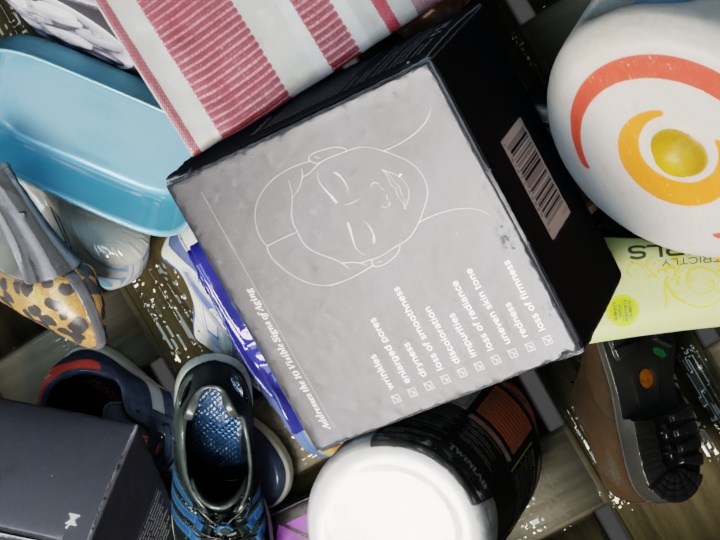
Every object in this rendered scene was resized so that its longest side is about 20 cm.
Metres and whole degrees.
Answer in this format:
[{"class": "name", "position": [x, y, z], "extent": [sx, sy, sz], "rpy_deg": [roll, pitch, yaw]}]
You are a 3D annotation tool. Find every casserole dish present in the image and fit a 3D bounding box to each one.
[{"class": "casserole dish", "position": [-0.184, -0.097, 1.407], "extent": [0.199, 0.039, 0.121], "rpy_deg": [23, 137, -3]}]

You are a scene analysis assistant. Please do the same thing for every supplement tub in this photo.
[{"class": "supplement tub", "position": [0.050, 0.138, 1.353], "extent": [0.122, 0.200, 0.123], "rpy_deg": [5, 105, 17]}]

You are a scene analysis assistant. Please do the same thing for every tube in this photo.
[{"class": "tube", "position": [0.220, 0.009, 1.311], "extent": [0.199, 0.058, 0.052], "rpy_deg": [-2, 121, -1]}]

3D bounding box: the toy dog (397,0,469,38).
[{"class": "toy dog", "position": [-0.010, -0.217, 1.314], "extent": [0.199, 0.194, 0.141], "rpy_deg": [9, 92, 24]}]

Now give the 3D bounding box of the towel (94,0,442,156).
[{"class": "towel", "position": [-0.055, -0.181, 1.234], "extent": [0.199, 0.023, 0.145], "rpy_deg": [-32, 92, 4]}]

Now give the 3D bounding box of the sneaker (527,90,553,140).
[{"class": "sneaker", "position": [0.080, -0.075, 1.345], "extent": [0.199, 0.078, 0.080], "rpy_deg": [-6, 101, 2]}]

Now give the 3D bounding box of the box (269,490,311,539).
[{"class": "box", "position": [-0.004, 0.256, 1.489], "extent": [0.142, 0.036, 0.201], "rpy_deg": [-27, 92, 22]}]

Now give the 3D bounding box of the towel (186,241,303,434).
[{"class": "towel", "position": [0.000, 0.000, 1.392], "extent": [0.199, 0.050, 0.148], "rpy_deg": [-30, 96, -5]}]

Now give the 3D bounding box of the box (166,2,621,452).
[{"class": "box", "position": [0.023, -0.024, 1.257], "extent": [0.196, 0.124, 0.201], "rpy_deg": [-23, 103, 26]}]

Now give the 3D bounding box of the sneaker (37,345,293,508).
[{"class": "sneaker", "position": [-0.147, 0.124, 1.485], "extent": [0.199, 0.084, 0.075], "rpy_deg": [24, 108, 13]}]

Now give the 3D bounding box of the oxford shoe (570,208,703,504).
[{"class": "oxford shoe", "position": [0.168, 0.057, 1.365], "extent": [0.084, 0.072, 0.201], "rpy_deg": [-16, 77, 57]}]

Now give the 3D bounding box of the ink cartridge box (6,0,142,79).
[{"class": "ink cartridge box", "position": [-0.126, -0.150, 1.362], "extent": [0.199, 0.198, 0.044], "rpy_deg": [17, 80, 15]}]

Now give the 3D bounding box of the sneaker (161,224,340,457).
[{"class": "sneaker", "position": [-0.070, 0.044, 1.459], "extent": [0.088, 0.075, 0.201], "rpy_deg": [-25, 90, 39]}]

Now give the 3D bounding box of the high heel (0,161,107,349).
[{"class": "high heel", "position": [-0.248, 0.018, 1.470], "extent": [0.143, 0.071, 0.200], "rpy_deg": [56, 152, 3]}]

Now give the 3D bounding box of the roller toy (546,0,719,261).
[{"class": "roller toy", "position": [0.210, -0.105, 1.233], "extent": [0.182, 0.140, 0.200], "rpy_deg": [29, 142, 7]}]

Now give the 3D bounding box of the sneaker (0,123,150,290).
[{"class": "sneaker", "position": [-0.228, -0.067, 1.486], "extent": [0.200, 0.072, 0.073], "rpy_deg": [51, 146, 12]}]

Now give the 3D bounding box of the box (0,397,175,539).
[{"class": "box", "position": [-0.217, 0.190, 1.459], "extent": [0.147, 0.105, 0.201], "rpy_deg": [10, 146, 17]}]

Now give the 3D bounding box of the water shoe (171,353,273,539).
[{"class": "water shoe", "position": [-0.103, 0.160, 1.426], "extent": [0.071, 0.079, 0.201], "rpy_deg": [-6, 111, 2]}]
